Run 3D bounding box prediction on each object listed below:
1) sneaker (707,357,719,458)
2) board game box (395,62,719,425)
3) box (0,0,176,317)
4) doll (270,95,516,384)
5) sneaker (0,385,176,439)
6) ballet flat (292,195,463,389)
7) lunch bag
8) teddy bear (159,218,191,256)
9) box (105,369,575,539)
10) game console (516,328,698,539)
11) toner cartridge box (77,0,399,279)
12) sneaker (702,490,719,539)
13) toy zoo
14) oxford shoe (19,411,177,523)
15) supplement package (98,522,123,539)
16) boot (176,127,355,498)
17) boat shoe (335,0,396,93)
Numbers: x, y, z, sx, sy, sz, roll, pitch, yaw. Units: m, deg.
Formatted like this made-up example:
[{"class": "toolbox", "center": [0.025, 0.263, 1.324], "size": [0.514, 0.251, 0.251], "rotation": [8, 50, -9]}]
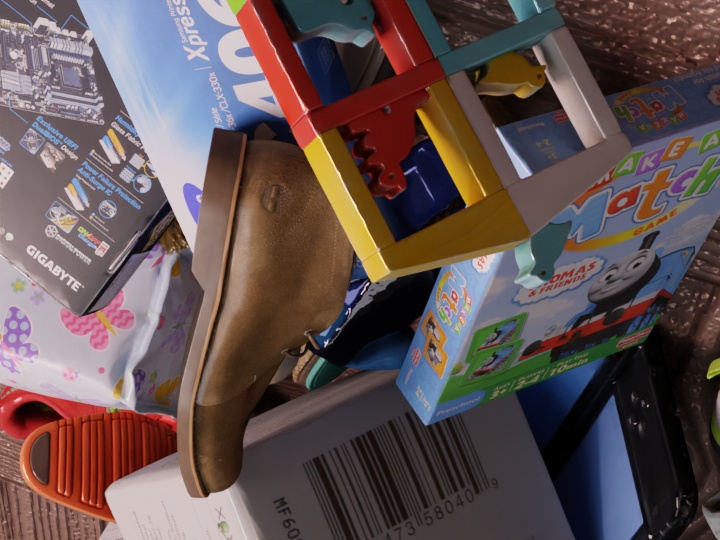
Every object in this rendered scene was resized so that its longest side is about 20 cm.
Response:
[{"class": "sneaker", "center": [0.282, 0.096, 0.846], "size": [0.200, 0.072, 0.083], "rotation": [15, 138, 16]}, {"class": "board game box", "center": [0.109, -0.011, 0.780], "size": [0.037, 0.151, 0.200], "rotation": [57, 150, 28]}, {"class": "box", "center": [-0.171, -0.098, 0.816], "size": [0.200, 0.046, 0.159], "rotation": [38, 101, 2]}, {"class": "doll", "center": [0.007, -0.009, 0.820], "size": [0.200, 0.048, 0.136], "rotation": [-39, 104, 19]}, {"class": "sneaker", "center": [-0.169, 0.107, 1.110], "size": [0.200, 0.085, 0.077], "rotation": [5, 136, 25]}, {"class": "ballet flat", "center": [0.000, 0.000, 0.926], "size": [0.065, 0.070, 0.200], "rotation": [51, 138, 10]}, {"class": "lunch bag", "center": [-0.176, 0.019, 0.985], "size": [0.169, 0.127, 0.200], "rotation": [16, 172, 11]}, {"class": "teddy bear", "center": [-0.154, -0.087, 0.864], "size": [0.200, 0.067, 0.145], "rotation": [42, 111, 7]}, {"class": "box", "center": [-0.004, 0.171, 0.924], "size": [0.171, 0.199, 0.200], "rotation": [-20, 93, 57]}, {"class": "game console", "center": [0.099, 0.113, 0.942], "size": [0.116, 0.176, 0.200], "rotation": [3, 143, -14]}, {"class": "toner cartridge box", "center": [-0.057, -0.081, 0.730], "size": [0.095, 0.043, 0.200], "rotation": [-6, 127, 21]}, {"class": "sneaker", "center": [0.243, 0.179, 0.964], "size": [0.116, 0.074, 0.200], "rotation": [38, 130, -9]}, {"class": "toy zoo", "center": [0.029, -0.083, 0.646], "size": [0.200, 0.131, 0.020], "rotation": [63, 155, 3]}, {"class": "oxford shoe", "center": [-0.138, 0.135, 1.021], "size": [0.200, 0.071, 0.073], "rotation": [14, 160, -37]}, {"class": "supplement package", "center": [-0.130, 0.235, 1.134], "size": [0.109, 0.200, 0.114], "rotation": [-18, 121, 41]}, {"class": "boot", "center": [-0.046, 0.031, 0.742], "size": [0.075, 0.074, 0.200], "rotation": [8, 122, -5]}, {"class": "boat shoe", "center": [-0.021, -0.085, 0.851], "size": [0.200, 0.057, 0.067], "rotation": [-49, 61, 47]}]
